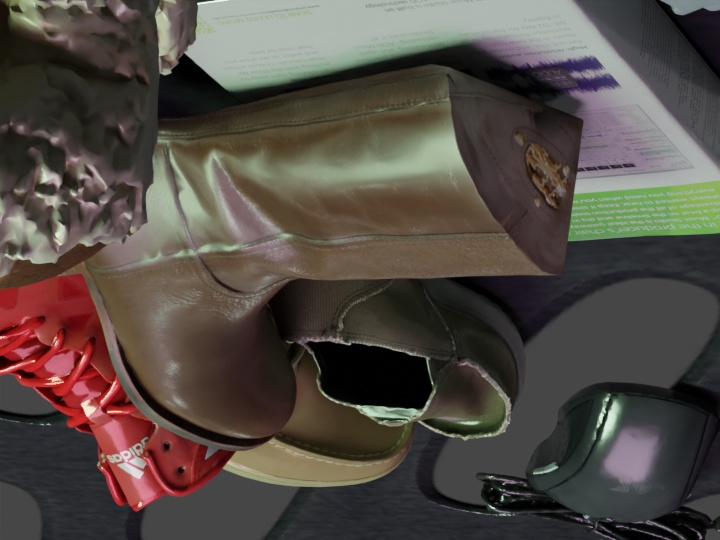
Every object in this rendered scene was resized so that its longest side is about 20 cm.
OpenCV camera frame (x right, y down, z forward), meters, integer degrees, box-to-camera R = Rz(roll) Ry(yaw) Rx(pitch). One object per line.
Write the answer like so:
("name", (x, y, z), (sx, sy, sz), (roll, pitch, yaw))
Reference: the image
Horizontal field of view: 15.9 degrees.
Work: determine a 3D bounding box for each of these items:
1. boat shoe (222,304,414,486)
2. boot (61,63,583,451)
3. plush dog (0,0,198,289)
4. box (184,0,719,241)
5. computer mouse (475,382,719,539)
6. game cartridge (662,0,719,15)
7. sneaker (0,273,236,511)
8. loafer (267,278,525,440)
("boat shoe", (-0.056, 0.042, 1.113), (0.200, 0.071, 0.064), (20, 157, -24))
("boot", (0.000, 0.000, 0.891), (0.200, 0.064, 0.186), (-7, 145, 29))
("plush dog", (-0.136, -0.101, 0.693), (0.171, 0.200, 0.161), (3, 120, 2))
("box", (0.038, -0.062, 0.863), (0.144, 0.036, 0.200), (-4, 154, 29))
("computer mouse", (0.143, 0.111, 1.243), (0.140, 0.046, 0.200), (14, 158, -11))
("game cartridge", (0.069, -0.130, 0.675), (0.200, 0.041, 0.133), (23, 158, -33))
("sneaker", (-0.103, 0.035, 0.970), (0.200, 0.116, 0.078), (-5, 175, -44))
("loafer", (0.009, 0.034, 1.068), (0.075, 0.070, 0.200), (-3, 156, 27))
